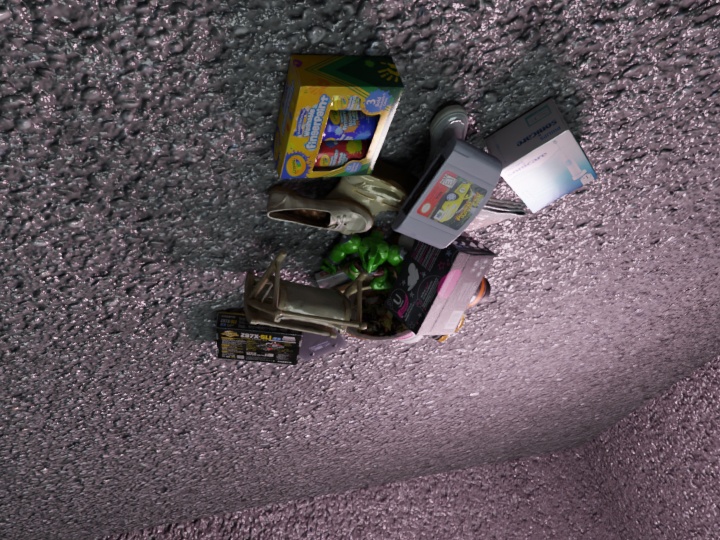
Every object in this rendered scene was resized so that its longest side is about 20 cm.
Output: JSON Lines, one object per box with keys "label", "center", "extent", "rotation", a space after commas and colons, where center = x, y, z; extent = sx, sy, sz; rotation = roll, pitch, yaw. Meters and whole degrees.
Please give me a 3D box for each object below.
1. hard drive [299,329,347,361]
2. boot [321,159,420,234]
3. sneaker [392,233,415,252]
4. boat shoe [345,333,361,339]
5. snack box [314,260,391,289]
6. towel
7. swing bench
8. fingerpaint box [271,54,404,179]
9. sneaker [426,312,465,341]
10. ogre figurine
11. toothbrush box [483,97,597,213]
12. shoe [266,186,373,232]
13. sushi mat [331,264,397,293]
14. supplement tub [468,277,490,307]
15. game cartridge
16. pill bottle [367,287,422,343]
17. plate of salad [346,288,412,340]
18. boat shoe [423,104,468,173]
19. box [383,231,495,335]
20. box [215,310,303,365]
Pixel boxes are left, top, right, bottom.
{"label": "hard drive", "center": [-0.123, 0.161, 1.739], "extent": [0.134, 0.043, 0.200], "rotation": [-22, 149, 8]}
{"label": "boot", "center": [0.032, -0.121, 1.302], "extent": [0.199, 0.073, 0.155], "rotation": [21, 135, -26]}
{"label": "sneaker", "center": [0.149, -0.058, 1.516], "extent": [0.084, 0.073, 0.199], "rotation": [2, 173, 43]}
{"label": "boat shoe", "center": [-0.026, 0.126, 1.715], "extent": [0.067, 0.073, 0.200], "rotation": [-9, 157, 21]}
{"label": "snack box", "center": [0.000, 0.000, 1.557], "extent": [0.199, 0.024, 0.072], "rotation": [-19, 151, 2]}
{"label": "towel", "center": [0.204, -0.113, 1.401], "extent": [0.199, 0.032, 0.191], "rotation": [4, 170, -33]}
{"label": "swing bench", "center": [-0.116, 0.062, 1.415], "extent": [0.198, 0.131, 0.200], "rotation": [12, 160, -26]}
{"label": "fingerpaint box", "center": [-0.042, -0.238, 1.095], "extent": [0.166, 0.074, 0.200], "rotation": [-5, 147, -21]}
{"label": "sneaker", "center": [0.184, 0.108, 1.582], "extent": [0.077, 0.079, 0.200], "rotation": [9, 146, -12]}
{"label": "ogre figurine", "center": [0.024, -0.020, 1.453], "extent": [0.098, 0.199, 0.120], "rotation": [-52, 167, -38]}
{"label": "toothbrush box", "center": [0.349, -0.214, 1.326], "extent": [0.146, 0.086, 0.200], "rotation": [-31, 148, 22]}
{"label": "shoe", "center": [-0.075, -0.099, 1.253], "extent": [0.199, 0.054, 0.070], "rotation": [13, 136, -3]}
{"label": "sushi mat", "center": [0.010, 0.031, 1.579], "extent": [0.199, 0.012, 0.096], "rotation": [-23, 164, 17]}
{"label": "supplement tub", "center": [0.227, 0.029, 1.644], "extent": [0.199, 0.107, 0.107], "rotation": [16, 137, -45]}
{"label": "game cartridge", "center": [0.160, -0.132, 1.238], "extent": [0.133, 0.041, 0.200], "rotation": [16, 120, -34]}
{"label": "pill bottle", "center": [0.092, 0.103, 1.685], "extent": [0.113, 0.114, 0.200], "rotation": [-24, 149, 12]}
{"label": "plate of salad", "center": [0.042, 0.085, 1.513], "extent": [0.199, 0.200, 0.048], "rotation": [-9, 122, -14]}
{"label": "boat shoe", "center": [0.161, -0.209, 1.249], "extent": [0.070, 0.072, 0.201], "rotation": [-11, 150, -11]}
{"label": "box", "center": [0.161, 0.019, 1.421], "extent": [0.132, 0.115, 0.201], "rotation": [4, 120, -45]}
{"label": "box", "center": [-0.238, 0.162, 1.626], "extent": [0.198, 0.050, 0.160], "rotation": [6, 144, -6]}
